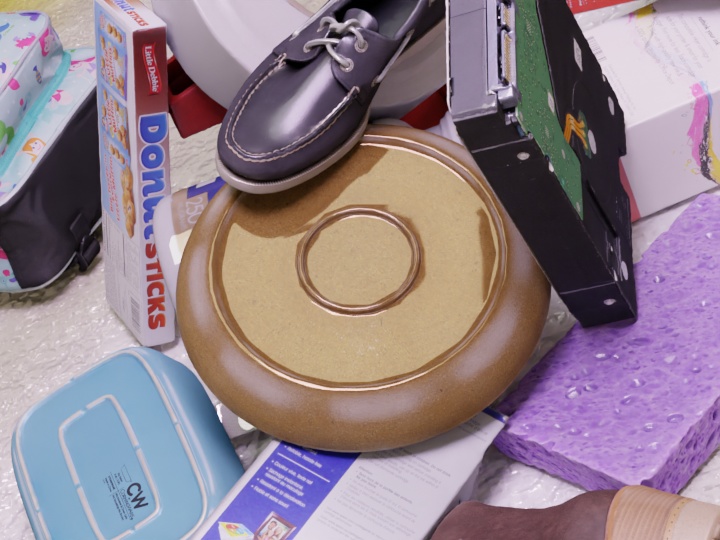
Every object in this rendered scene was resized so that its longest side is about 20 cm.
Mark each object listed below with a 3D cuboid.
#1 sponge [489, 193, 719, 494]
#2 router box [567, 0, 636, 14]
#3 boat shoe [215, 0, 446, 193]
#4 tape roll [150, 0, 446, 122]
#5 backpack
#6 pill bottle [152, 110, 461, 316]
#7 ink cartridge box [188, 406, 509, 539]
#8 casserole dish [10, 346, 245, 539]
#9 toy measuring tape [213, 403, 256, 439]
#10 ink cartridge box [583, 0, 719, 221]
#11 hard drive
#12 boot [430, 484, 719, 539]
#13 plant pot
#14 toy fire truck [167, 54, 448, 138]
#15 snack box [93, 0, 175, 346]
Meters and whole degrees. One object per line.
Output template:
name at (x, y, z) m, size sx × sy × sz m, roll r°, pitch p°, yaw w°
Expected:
sponge at (0.167, 0.039, 1.166) m, size 0.111 × 0.030 × 0.200 m, roll 18°, pitch 53°, yaw 45°
router box at (0.232, -0.216, 1.355) m, size 0.179 × 0.049 × 0.200 m, roll -7°, pitch 16°, yaw 44°
boat shoe at (-0.011, -0.124, 1.192) m, size 0.072 × 0.063 × 0.200 m, roll 32°, pitch 62°, yaw 22°
tape roll at (-0.020, -0.179, 1.285) m, size 0.202 × 0.203 × 0.071 m, roll -41°, pitch 4°, yaw -23°
backpack at (-0.266, -0.076, 1.470) m, size 0.199 × 0.151 × 0.178 m, roll -4°, pitch 41°, yaw 33°
pill bottle at (-0.008, -0.019, 1.266) m, size 0.199 × 0.116 × 0.116 m, roll -20°, pitch 35°, yaw 5°
ink cartridge box at (-0.016, 0.130, 1.117) m, size 0.099 × 0.039 × 0.200 m, roll 28°, pitch 57°, yaw 21°
casserole dish at (-0.127, 0.115, 1.196) m, size 0.121 × 0.039 × 0.200 m, roll -32°, pitch 45°, yaw 2°
toy measuring tape at (-0.008, 0.056, 1.204) m, size 0.199 × 0.074 × 0.074 m, roll -17°, pitch 36°, yaw 9°
ink cartridge box at (0.197, -0.107, 1.305) m, size 0.199 × 0.068 × 0.117 m, roll -23°, pitch 35°, yaw 3°
hard drive at (0.093, -0.079, 1.136) m, size 0.038 × 0.200 × 0.140 m, roll -12°, pitch 55°, yaw 19°
boot at (0.077, 0.182, 1.019) m, size 0.166 × 0.072 × 0.200 m, roll -7°, pitch 38°, yaw 42°
plant pot at (0.000, 0.000, 1.162) m, size 0.199 × 0.028 × 0.201 m, roll -2°, pitch 59°, yaw 4°
toy fire truck at (-0.010, -0.104, 1.355) m, size 0.199 × 0.141 × 0.049 m, roll -26°, pitch 35°, yaw -3°
snack box at (-0.134, -0.060, 1.322) m, size 0.024 × 0.201 × 0.072 m, roll -10°, pitch 27°, yaw -22°
